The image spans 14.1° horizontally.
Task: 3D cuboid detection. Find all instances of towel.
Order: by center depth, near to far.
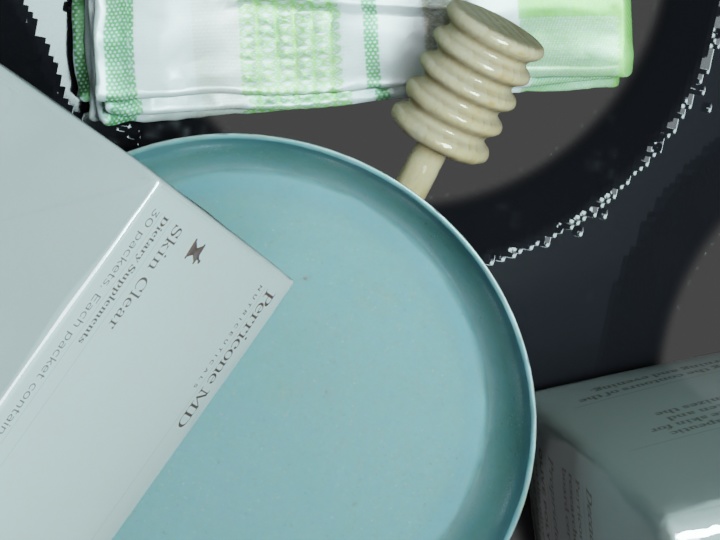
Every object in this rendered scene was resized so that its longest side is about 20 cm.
[{"bbox_3d":[-0.001,-0.129,1.004,0.200,0.031,0.149,-4,102,-14],"label":"towel"}]

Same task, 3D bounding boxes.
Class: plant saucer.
[{"bbox_3d":[-0.039,0.047,1.001,0.200,0.027,0.200,1,106,5],"label":"plant saucer"}]

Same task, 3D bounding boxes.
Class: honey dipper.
[{"bbox_3d":[0.000,0.000,1.015,0.038,0.038,0.200,25,106,-17],"label":"honey dipper"}]

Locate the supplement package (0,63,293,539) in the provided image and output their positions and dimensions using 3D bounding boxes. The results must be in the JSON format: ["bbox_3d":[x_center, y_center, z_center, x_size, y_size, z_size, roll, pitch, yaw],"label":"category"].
[{"bbox_3d":[-0.151,0.030,0.913,0.156,0.111,0.200,35,89,25],"label":"supplement package"}]

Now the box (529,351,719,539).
[{"bbox_3d":[0.181,0.135,1.026,0.199,0.171,0.200,-11,103,-12],"label":"box"}]
